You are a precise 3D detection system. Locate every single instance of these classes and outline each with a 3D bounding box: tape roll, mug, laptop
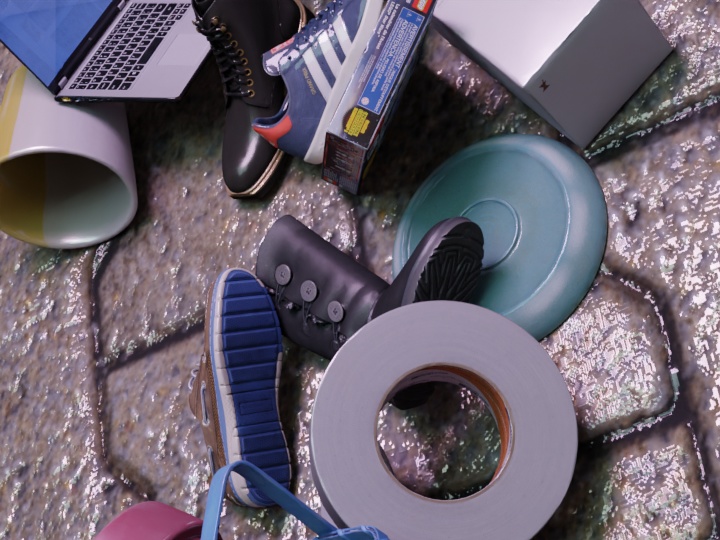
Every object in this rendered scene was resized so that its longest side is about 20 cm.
[{"bbox_3d":[0.060,0.127,1.384,0.199,0.066,0.201,1,76,-4],"label":"tape roll"},{"bbox_3d":[-0.302,-0.130,1.749,0.150,0.186,0.154,124,151,-48],"label":"mug"},{"bbox_3d":[-0.238,-0.254,1.716,0.199,0.116,0.188,3,38,19],"label":"laptop"}]

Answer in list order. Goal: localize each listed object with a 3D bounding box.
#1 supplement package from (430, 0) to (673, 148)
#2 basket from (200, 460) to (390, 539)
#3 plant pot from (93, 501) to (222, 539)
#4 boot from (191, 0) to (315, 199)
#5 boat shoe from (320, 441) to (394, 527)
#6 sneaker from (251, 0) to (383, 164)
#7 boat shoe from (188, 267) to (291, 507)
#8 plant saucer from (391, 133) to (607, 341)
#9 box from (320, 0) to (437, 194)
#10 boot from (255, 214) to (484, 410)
[{"bbox_3d":[0.138,-0.215,1.523,0.117,0.117,0.200,-47,51,3],"label":"supplement package"},{"bbox_3d":[-0.040,0.247,1.283,0.139,0.200,0.177,-30,38,43],"label":"basket"},{"bbox_3d":[-0.125,0.303,1.423,0.178,0.200,0.201,20,80,23],"label":"plant pot"},{"bbox_3d":[-0.118,-0.179,1.663,0.077,0.138,0.201,-4,67,32],"label":"boot"},{"bbox_3d":[0.018,0.221,1.440,0.068,0.057,0.201,-32,54,28],"label":"boat shoe"},{"bbox_3d":[-0.039,-0.198,1.614,0.075,0.084,0.201,-106,36,-79],"label":"sneaker"},{"bbox_3d":[-0.111,0.100,1.547,0.072,0.072,0.201,-12,80,47],"label":"boat shoe"},{"bbox_3d":[0.107,-0.026,1.515,0.199,0.027,0.201,-14,62,28],"label":"plant saucer"},{"bbox_3d":[0.013,-0.148,1.536,0.040,0.200,0.137,25,82,1],"label":"box"},{"bbox_3d":[0.000,0.001,1.524,0.200,0.065,0.166,32,105,45],"label":"boot"}]
